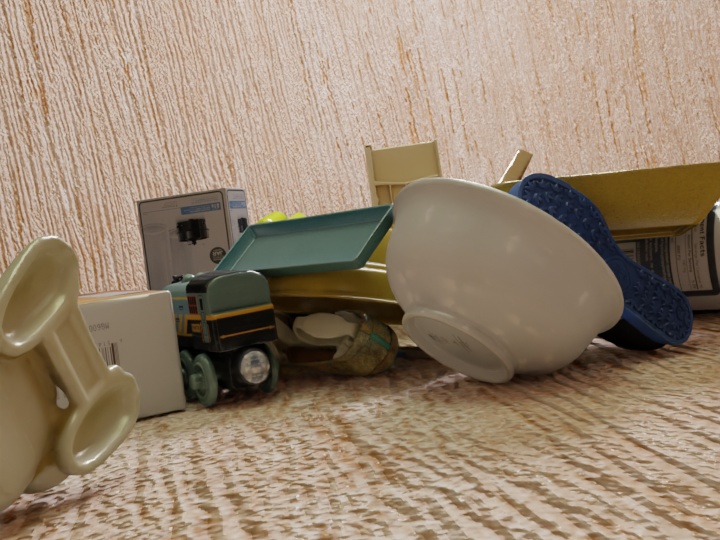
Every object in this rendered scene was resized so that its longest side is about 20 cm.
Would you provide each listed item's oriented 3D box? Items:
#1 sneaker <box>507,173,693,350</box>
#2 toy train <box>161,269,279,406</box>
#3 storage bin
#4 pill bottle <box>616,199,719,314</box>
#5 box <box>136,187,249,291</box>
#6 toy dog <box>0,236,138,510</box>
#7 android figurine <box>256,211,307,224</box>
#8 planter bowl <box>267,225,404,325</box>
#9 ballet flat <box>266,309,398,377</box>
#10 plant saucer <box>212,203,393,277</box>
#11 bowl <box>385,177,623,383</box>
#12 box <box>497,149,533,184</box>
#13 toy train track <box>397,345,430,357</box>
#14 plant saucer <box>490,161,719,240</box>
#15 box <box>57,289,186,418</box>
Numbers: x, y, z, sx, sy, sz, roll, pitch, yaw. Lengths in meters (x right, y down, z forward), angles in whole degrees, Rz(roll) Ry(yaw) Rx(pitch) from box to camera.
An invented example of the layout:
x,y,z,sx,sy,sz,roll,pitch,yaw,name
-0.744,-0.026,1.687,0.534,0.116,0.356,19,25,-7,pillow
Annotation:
x,y,z,sx,sy,sz,roll,pitch,yaw,name
0.181,0.002,0.739,0.078,0.200,0.070,-24,30,58,sneaker
-0.138,0.058,0.830,0.085,0.115,0.200,-8,3,-29,toy train
0.073,-0.048,1.184,0.093,0.200,0.200,-8,-11,6,storage bin
0.351,-0.014,0.926,0.199,0.121,0.119,-5,4,34,pill bottle
-0.182,0.011,1.033,0.116,0.202,0.060,-5,3,14,box
-0.264,0.086,0.532,0.199,0.140,0.195,-5,40,22,toy dog
-0.053,-0.022,1.173,0.181,0.041,0.200,30,18,1,android figurine
0.000,0.000,0.866,0.199,0.084,0.200,6,-9,1,planter bowl
-0.057,0.065,0.859,0.199,0.071,0.070,-2,5,36,ballet flat
-0.053,-0.021,0.804,0.199,0.019,0.070,-6,41,46,plant saucer
0.094,0.025,0.701,0.200,0.091,0.201,28,-21,12,bowl
0.128,-0.029,0.984,0.021,0.164,0.200,28,37,9,box
0.012,0.073,0.950,0.114,0.033,0.199,-10,5,-43,toy train track
0.229,-0.054,0.823,0.198,0.049,0.200,-5,-3,14,plant saucer
-0.266,0.079,0.819,0.151,0.107,0.200,-9,3,-29,box
